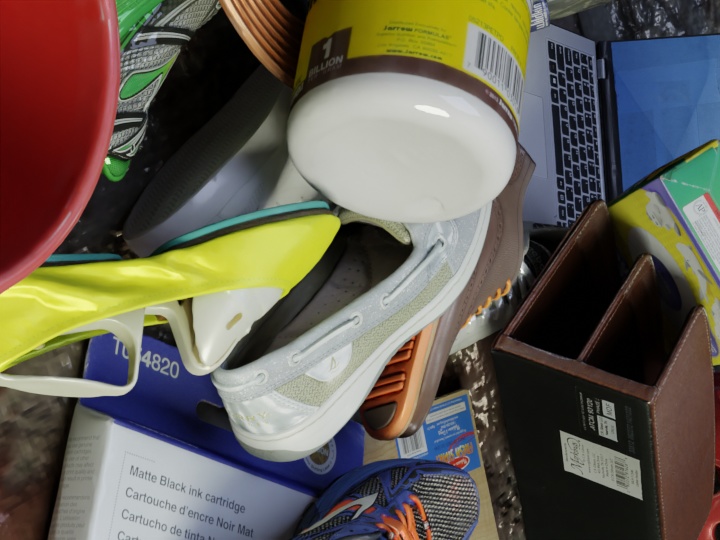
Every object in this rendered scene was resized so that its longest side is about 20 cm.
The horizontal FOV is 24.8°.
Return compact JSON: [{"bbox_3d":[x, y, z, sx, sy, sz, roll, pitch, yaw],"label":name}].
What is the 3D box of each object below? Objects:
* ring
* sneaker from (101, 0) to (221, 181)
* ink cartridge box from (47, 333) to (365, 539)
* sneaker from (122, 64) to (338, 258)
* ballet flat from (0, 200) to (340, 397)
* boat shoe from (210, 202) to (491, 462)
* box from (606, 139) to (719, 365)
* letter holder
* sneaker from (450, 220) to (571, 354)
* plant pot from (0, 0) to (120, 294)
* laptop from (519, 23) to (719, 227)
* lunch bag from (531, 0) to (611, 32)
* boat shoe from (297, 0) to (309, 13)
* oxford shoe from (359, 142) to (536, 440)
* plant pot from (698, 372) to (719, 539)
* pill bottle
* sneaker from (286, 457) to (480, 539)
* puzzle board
[{"bbox_3d":[-0.036,-0.184,0.821,0.200,0.019,0.203,27,59,-55],"label":"ring"},{"bbox_3d":[-0.125,-0.094,0.765,0.200,0.077,0.086,-47,128,-38],"label":"sneaker"},{"bbox_3d":[-0.063,0.144,0.790,0.199,0.040,0.203,26,64,-41],"label":"ink cartridge box"},{"bbox_3d":[-0.037,-0.034,0.853,0.116,0.073,0.200,60,41,-20],"label":"sneaker"},{"bbox_3d":[-0.095,0.018,0.729,0.198,0.067,0.068,-10,78,-25],"label":"ballet flat"},{"bbox_3d":[-0.002,0.000,0.806,0.202,0.074,0.065,-50,140,-25],"label":"boat shoe"},{"bbox_3d":[0.196,-0.002,0.980,0.048,0.200,0.118,-30,87,-6],"label":"box"},{"bbox_3d":[0.165,0.076,0.991,0.143,0.100,0.201,-53,147,-32],"label":"letter holder"},{"bbox_3d":[0.061,0.010,0.963,0.199,0.080,0.077,-28,106,-49],"label":"sneaker"},{"bbox_3d":[-0.211,-0.072,0.554,0.199,0.176,0.203,14,72,-50],"label":"plant pot"},{"bbox_3d":[0.198,-0.084,1.127,0.199,0.115,0.190,9,75,-51],"label":"laptop"},{"bbox_3d":[0.095,-0.249,1.025,0.166,0.139,0.203,-17,95,-33],"label":"lunch bag"},{"bbox_3d":[0.013,-0.133,0.942,0.201,0.075,0.060,53,44,-14],"label":"boat shoe"},{"bbox_3d":[0.054,0.005,0.886,0.072,0.071,0.202,29,66,-25],"label":"oxford shoe"},{"bbox_3d":[0.295,0.167,1.147,0.199,0.181,0.203,17,68,-51],"label":"plant pot"},{"bbox_3d":[0.030,-0.133,0.792,0.109,0.108,0.202,37,50,-41],"label":"pill bottle"},{"bbox_3d":[-0.001,0.143,0.768,0.199,0.078,0.076,-26,101,-47],"label":"sneaker"},{"bbox_3d":[0.017,0.161,0.926,0.199,0.017,0.153,-14,92,-53],"label":"puzzle board"}]
